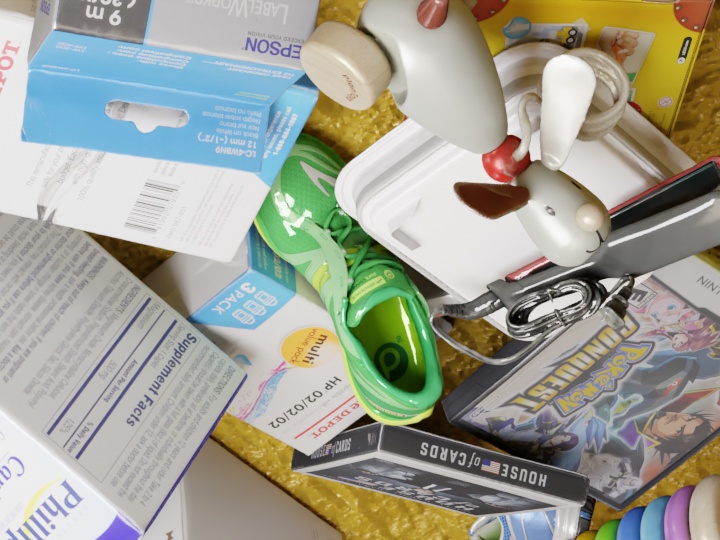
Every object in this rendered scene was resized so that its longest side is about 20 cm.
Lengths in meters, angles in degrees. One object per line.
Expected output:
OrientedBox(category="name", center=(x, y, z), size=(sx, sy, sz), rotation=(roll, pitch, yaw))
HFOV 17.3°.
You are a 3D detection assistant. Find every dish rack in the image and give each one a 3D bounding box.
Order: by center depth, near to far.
OrientedBox(category="dish rack", center=(0.103, -0.034, 1.396), size=(0.171, 0.044, 0.200), rotation=(-35, 132, 24))

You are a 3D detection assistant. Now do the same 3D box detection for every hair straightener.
OrientedBox(category="hair straightener", center=(0.129, 0.002, 1.352), size=(0.199, 0.077, 0.041), rotation=(-22, 122, 17))

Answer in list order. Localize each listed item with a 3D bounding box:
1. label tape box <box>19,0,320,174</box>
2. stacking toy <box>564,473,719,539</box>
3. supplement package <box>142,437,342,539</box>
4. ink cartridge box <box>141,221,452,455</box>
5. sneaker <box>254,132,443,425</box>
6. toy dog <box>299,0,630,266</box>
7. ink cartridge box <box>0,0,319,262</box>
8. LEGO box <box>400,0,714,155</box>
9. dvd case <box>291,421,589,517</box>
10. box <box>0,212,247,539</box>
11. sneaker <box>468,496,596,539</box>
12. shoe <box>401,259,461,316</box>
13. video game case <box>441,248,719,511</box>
OrientedBox(category="label tape box", center=(-0.094, -0.154, 1.256), size=(0.142, 0.066, 0.201), rotation=(8, 98, -19))
OrientedBox(category="stacking toy", center=(0.180, 0.205, 1.653), size=(0.199, 0.086, 0.085), rotation=(-19, 139, 33))
OrientedBox(category="supplement package", center=(-0.111, 0.216, 1.686), size=(0.121, 0.120, 0.200), rotation=(-29, 134, 22))
OrientedBox(category="ink cartridge box", center=(-0.039, 0.048, 1.555), size=(0.199, 0.068, 0.115), rotation=(30, 126, -35))
OrientedBox(category="sneaker", center=(0.000, 0.000, 1.449), size=(0.074, 0.201, 0.084), rotation=(-32, -175, -18))
OrientedBox(category="toy dog", center=(0.069, -0.091, 1.246), size=(0.199, 0.133, 0.096), rotation=(25, 168, -18))
OrientedBox(category="ink cartridge box", center=(-0.144, -0.100, 1.365), size=(0.199, 0.084, 0.145), rotation=(13, 133, -21))
OrientedBox(category="LEGO box", center=(0.110, -0.113, 1.401), size=(0.148, 0.077, 0.201), rotation=(1, 136, -11))
OrientedBox(category="dvd case", center=(0.050, 0.138, 1.612), size=(0.149, 0.025, 0.200), rotation=(15, 167, -15))
OrientedBox(category="box", center=(-0.196, 0.073, 1.419), size=(0.200, 0.184, 0.105), rotation=(41, 123, -5))
OrientedBox(category="sneaker", center=(0.112, 0.222, 1.782), size=(0.077, 0.076, 0.201), rotation=(21, 132, -1))
OrientedBox(category="shoe", center=(0.107, 0.006, 1.534), size=(0.199, 0.072, 0.091), rotation=(-19, 134, 6))
OrientedBox(category="video game case", center=(0.184, 0.067, 1.555), size=(0.180, 0.026, 0.200), rotation=(29, 120, -37))
